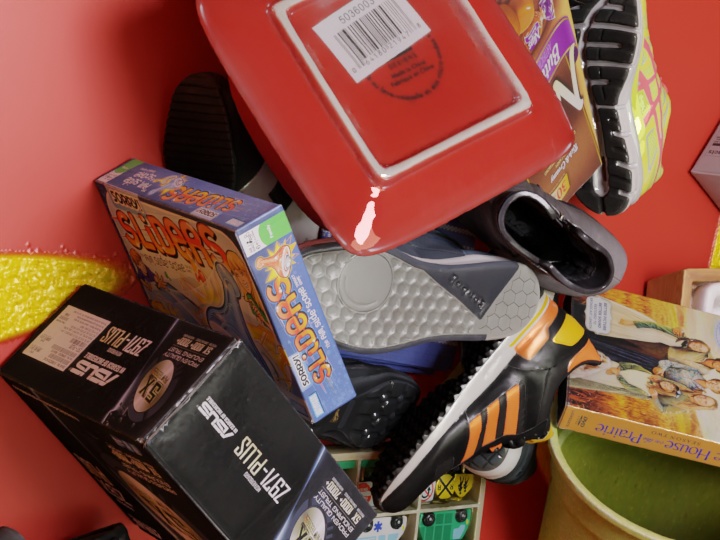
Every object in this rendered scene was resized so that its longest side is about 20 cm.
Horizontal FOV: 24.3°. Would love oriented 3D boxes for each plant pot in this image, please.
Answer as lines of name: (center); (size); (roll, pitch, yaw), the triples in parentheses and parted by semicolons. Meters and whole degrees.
plant pot: (0.221, 0.210, 1.332); (0.200, 0.200, 0.184); (-16, 137, -35)

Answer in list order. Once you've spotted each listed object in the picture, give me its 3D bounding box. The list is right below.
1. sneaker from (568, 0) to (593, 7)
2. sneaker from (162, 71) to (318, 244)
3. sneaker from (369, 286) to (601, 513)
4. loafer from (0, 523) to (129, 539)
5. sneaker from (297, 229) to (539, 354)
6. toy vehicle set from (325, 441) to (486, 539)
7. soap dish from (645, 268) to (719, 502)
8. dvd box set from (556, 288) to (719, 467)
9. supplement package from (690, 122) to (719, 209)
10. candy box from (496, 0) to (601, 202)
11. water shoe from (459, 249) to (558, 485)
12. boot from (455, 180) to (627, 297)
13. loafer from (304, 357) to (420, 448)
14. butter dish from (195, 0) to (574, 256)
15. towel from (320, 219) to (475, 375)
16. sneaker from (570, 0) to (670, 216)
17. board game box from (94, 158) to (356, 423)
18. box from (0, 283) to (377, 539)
sneaker: (0.177, -0.297, 1.262); (0.076, 0.114, 0.200); (8, 91, -40)
sneaker: (-0.073, -0.050, 1.144); (0.088, 0.074, 0.200); (-31, 123, -36)
sneaker: (0.095, 0.111, 1.216); (0.090, 0.070, 0.200); (40, 88, -12)
loafer: (-0.232, 0.199, 1.060); (0.200, 0.068, 0.071); (0, 84, -40)
sneaker: (0.000, 0.002, 1.137); (0.202, 0.146, 0.077); (6, 103, -35)
toy vehicle set: (0.011, 0.195, 1.276); (0.200, 0.026, 0.125); (1, 97, -38)
soap dish: (0.311, 0.095, 1.456); (0.157, 0.081, 0.200); (-1, 98, -38)
dvd box set: (0.255, 0.087, 1.315); (0.146, 0.200, 0.029); (-78, -177, -47)
supplement package: (0.417, -0.061, 1.462); (0.200, 0.156, 0.111); (45, 70, -34)
candy box: (0.116, -0.137, 1.251); (0.117, 0.056, 0.200); (-45, 132, -37)
water shoe: (0.118, 0.068, 1.311); (0.079, 0.071, 0.200); (34, 66, -56)
boot: (0.140, -0.013, 1.182); (0.200, 0.132, 0.070); (24, 99, -34)
loafer: (-0.028, 0.087, 1.201); (0.200, 0.070, 0.068); (5, 116, -54)
butter dish: (0.000, -0.107, 1.081); (0.200, 0.148, 0.200); (-29, 84, -29)
towel: (0.027, -0.025, 1.256); (0.145, 0.024, 0.200); (11, 90, -37)
sneaker: (0.210, -0.150, 1.346); (0.090, 0.078, 0.200); (-19, 113, -46)
board game box: (-0.089, 0.008, 1.054); (0.034, 0.200, 0.136); (-32, 116, -23)
box: (-0.113, 0.108, 1.054); (0.086, 0.200, 0.164); (-48, 123, -19)
